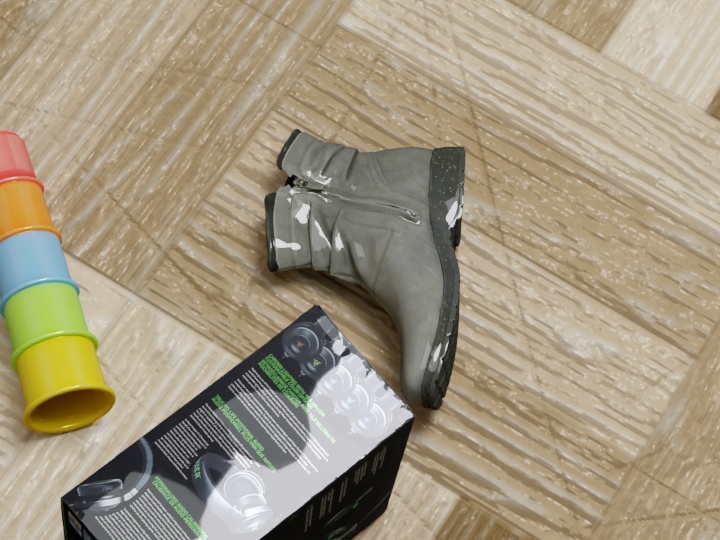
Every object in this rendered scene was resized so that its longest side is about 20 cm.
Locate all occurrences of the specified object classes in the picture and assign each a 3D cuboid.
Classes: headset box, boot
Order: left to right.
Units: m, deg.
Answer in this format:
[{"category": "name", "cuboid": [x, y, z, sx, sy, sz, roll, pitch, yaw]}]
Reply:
[{"category": "headset box", "cuboid": [-0.067, 0.132, 1.283, 0.200, 0.174, 0.093, -37, 74, -18]}, {"category": "boot", "cuboid": [0.000, 0.000, 1.420, 0.130, 0.068, 0.201, 2, 57, 2]}]

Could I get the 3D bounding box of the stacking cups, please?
[{"category": "stacking cups", "cuboid": [-0.210, 0.005, 1.404, 0.060, 0.061, 0.201, -14, 61, -11]}]
